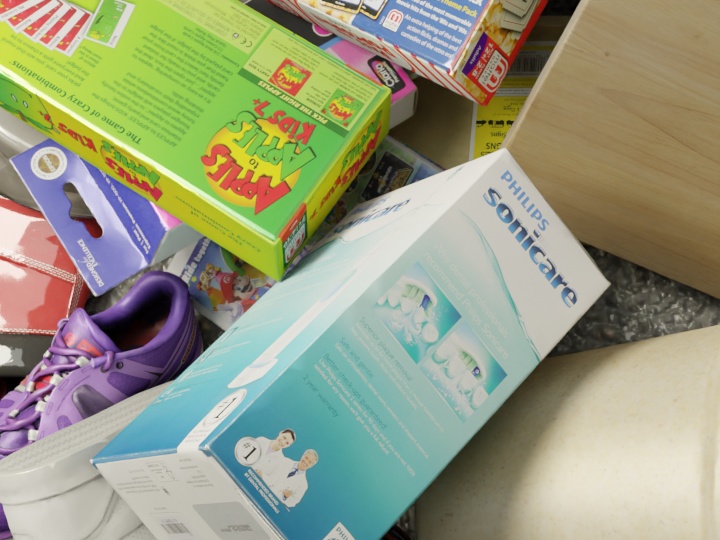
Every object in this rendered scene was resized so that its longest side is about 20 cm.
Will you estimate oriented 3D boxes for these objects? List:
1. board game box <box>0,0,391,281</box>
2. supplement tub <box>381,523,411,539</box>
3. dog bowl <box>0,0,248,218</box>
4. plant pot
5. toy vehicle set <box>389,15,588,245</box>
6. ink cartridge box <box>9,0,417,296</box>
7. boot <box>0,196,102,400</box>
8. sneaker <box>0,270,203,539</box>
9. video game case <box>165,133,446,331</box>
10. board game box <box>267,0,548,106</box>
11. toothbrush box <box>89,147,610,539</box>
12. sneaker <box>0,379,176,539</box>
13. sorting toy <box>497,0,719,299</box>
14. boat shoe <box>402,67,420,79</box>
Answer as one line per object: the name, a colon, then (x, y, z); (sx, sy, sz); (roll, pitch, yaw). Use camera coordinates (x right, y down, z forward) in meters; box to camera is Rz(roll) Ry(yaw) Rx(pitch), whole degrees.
board game box: (-0.095, -0.092, 0.821); (0.200, 0.048, 0.102); (32, 71, 12)
supplement tub: (-0.013, 0.184, 0.760); (0.107, 0.200, 0.107); (0, 99, -1)
dog bowl: (-0.154, -0.120, 0.915); (0.199, 0.059, 0.201); (2, 77, -8)
plant pot: (0.132, 0.110, 0.768); (0.183, 0.200, 0.201); (-4, 74, 25)
toy vehicle set: (0.091, -0.079, 0.905); (0.199, 0.027, 0.125); (3, 76, 16)
ink cartridge box: (-0.077, -0.077, 0.860); (0.200, 0.037, 0.095); (-32, 72, -11)
boot: (-0.250, 0.006, 0.954); (0.199, 0.072, 0.145); (10, 79, 14)
sneaker: (-0.160, 0.066, 0.860); (0.080, 0.084, 0.200); (24, 47, 22)
video game case: (0.000, 0.000, 0.890); (0.200, 0.018, 0.143); (34, 104, 19)
board game box: (0.046, -0.202, 0.811); (0.151, 0.046, 0.200); (31, 91, 32)
toothbrush box: (-0.006, 0.047, 0.747); (0.085, 0.146, 0.200); (50, 63, -12)
sneaker: (-0.087, 0.119, 0.832); (0.074, 0.200, 0.116); (-7, 102, 49)
sorting toy: (0.184, -0.073, 0.773); (0.200, 0.199, 0.070); (22, 58, -2)
boat shoe: (0.071, -0.178, 0.886); (0.070, 0.066, 0.200); (48, 114, 20)
